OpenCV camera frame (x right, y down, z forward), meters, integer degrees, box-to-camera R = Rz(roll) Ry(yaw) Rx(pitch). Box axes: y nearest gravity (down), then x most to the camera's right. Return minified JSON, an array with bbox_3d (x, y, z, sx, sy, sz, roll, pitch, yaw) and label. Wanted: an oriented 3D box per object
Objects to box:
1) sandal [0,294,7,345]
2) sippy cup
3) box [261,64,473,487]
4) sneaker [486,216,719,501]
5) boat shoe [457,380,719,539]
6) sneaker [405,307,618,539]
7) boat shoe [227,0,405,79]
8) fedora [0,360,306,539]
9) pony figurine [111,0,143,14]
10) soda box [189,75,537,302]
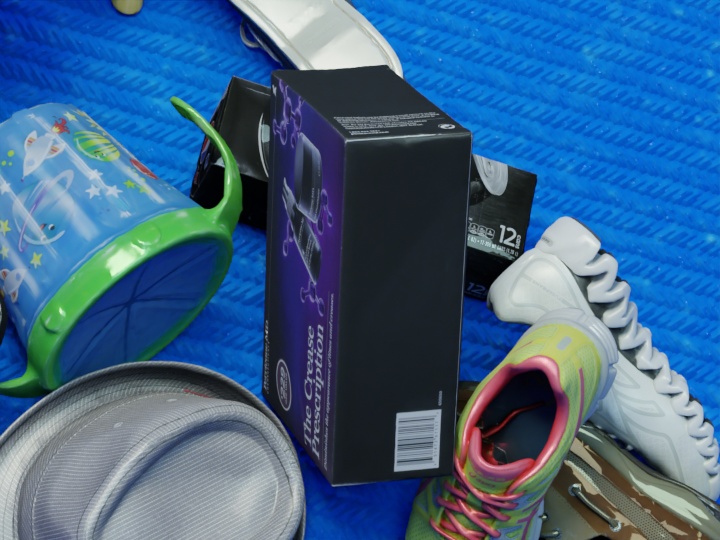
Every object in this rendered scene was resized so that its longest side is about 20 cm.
[{"bbox_3d":[-0.252,0.094,1.320,0.075,0.045,0.201,19,89,12],"label":"sandal"},{"bbox_3d":[-0.163,-0.021,1.391,0.177,0.140,0.130,-28,68,-34],"label":"sippy cup"},{"bbox_3d":[0.000,0.000,1.368,0.078,0.141,0.201,-3,110,-16],"label":"box"},{"bbox_3d":[0.147,0.067,1.465,0.081,0.075,0.200,-36,105,-8],"label":"sneaker"},{"bbox_3d":[0.130,0.137,1.442,0.199,0.076,0.074,30,74,4],"label":"boat shoe"},{"bbox_3d":[0.072,0.114,1.381,0.078,0.090,0.201,27,107,13],"label":"sneaker"},{"bbox_3d":[-0.040,-0.166,1.517,0.075,0.062,0.200,-39,75,-11],"label":"boat shoe"},{"bbox_3d":[-0.109,0.136,1.342,0.199,0.090,0.178,-18,88,-26],"label":"fedora"},{"bbox_3d":[-0.134,-0.275,1.453,0.166,0.200,0.194,0,68,-26],"label":"pony figurine"},{"bbox_3d":[0.001,-0.049,1.478,0.199,0.071,0.064,17,64,-10],"label":"soda box"}]
